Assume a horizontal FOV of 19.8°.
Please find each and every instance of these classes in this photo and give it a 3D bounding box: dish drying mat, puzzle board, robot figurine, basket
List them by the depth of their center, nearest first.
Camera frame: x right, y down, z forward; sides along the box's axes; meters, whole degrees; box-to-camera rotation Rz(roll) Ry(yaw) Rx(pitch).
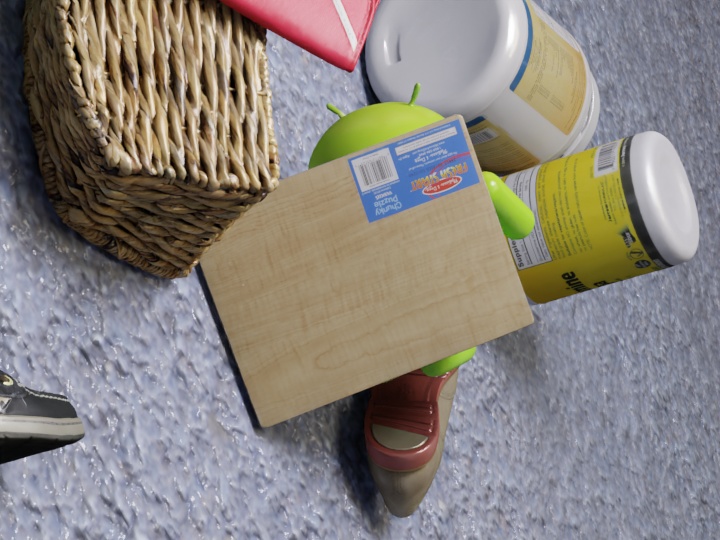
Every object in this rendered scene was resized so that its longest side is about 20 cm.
[{"bbox_3d":[-0.078,-0.197,1.251,0.199,0.018,0.077,31,56,-15],"label":"dish drying mat"},{"bbox_3d":[-0.146,-0.112,1.275,0.142,0.149,0.201,6,65,-28],"label":"basket"},{"bbox_3d":[0.000,0.000,1.379,0.017,0.199,0.151,-159,-132,-81],"label":"puzzle board"},{"bbox_3d":[0.028,-0.026,1.452,0.116,0.175,0.201,-20,100,-61],"label":"robot figurine"}]

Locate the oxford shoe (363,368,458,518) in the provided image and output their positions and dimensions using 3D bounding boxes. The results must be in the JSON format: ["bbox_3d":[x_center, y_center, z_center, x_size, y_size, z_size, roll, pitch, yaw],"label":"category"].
[{"bbox_3d":[0.035,0.102,1.540,0.200,0.070,0.075,-69,162,-55],"label":"oxford shoe"}]

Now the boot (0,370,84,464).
[{"bbox_3d":[-0.217,0.020,1.033,0.203,0.073,0.155,13,61,-62],"label":"boot"}]

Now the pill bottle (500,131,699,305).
[{"bbox_3d":[0.172,-0.036,1.724,0.112,0.199,0.113,42,40,-48],"label":"pill bottle"}]

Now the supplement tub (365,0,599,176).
[{"bbox_3d":[0.107,-0.163,1.736,0.200,0.144,0.145,29,50,-57],"label":"supplement tub"}]
